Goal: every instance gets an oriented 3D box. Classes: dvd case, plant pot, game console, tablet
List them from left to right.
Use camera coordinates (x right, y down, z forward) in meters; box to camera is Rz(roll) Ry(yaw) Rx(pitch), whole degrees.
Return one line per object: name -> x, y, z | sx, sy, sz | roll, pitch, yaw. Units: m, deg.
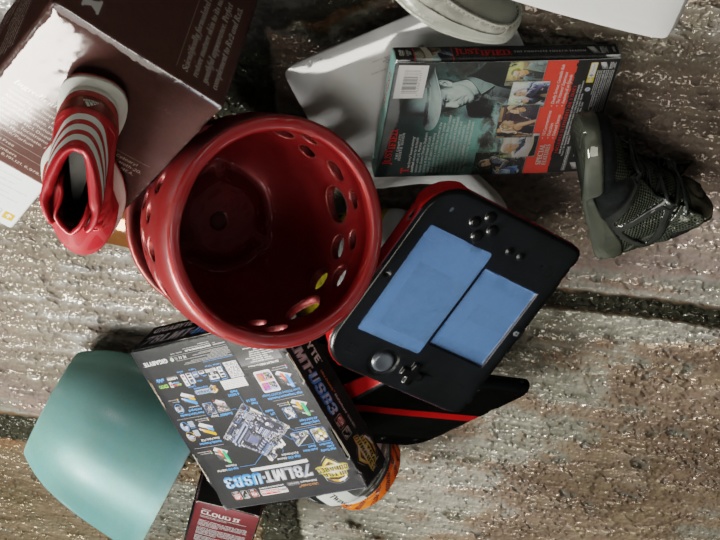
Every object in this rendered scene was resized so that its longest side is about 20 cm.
plant pot -> -0.265, 0.180, 1.960 | 0.160, 0.201, 0.201 | 27, 138, -3
plant pot -> -0.101, -0.041, 1.607 | 0.200, 0.201, 0.182 | 31, 174, -21
game console -> 0.045, 0.132, 1.821 | 0.199, 0.031, 0.177 | 9, 151, -43
tablet -> 0.048, -0.163, 1.579 | 0.199, 0.014, 0.130 | -21, 128, 13
game console -> 0.081, 0.026, 1.645 | 0.176, 0.031, 0.200 | 27, 110, -28
dvd case -> 0.116, -0.138, 1.582 | 0.199, 0.022, 0.146 | -4, 141, -11

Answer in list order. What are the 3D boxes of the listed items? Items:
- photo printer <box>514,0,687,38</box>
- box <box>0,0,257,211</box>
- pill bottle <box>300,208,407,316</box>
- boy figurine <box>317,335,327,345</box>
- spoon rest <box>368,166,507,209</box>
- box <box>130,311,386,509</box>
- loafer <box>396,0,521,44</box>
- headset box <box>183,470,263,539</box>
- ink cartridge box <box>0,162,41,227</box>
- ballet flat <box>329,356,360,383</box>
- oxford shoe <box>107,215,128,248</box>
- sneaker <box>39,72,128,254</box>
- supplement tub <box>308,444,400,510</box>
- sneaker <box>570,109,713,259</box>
photo printer -> 0.199, -0.284, 1.403 | 0.165, 0.070, 0.200 | 15, 139, -3
box -> -0.215, -0.182, 1.548 | 0.164, 0.167, 0.200 | 31, 137, -19
pill bottle -> 0.000, 0.000, 1.742 | 0.199, 0.115, 0.115 | -5, 137, 19
boy figurine -> 0.024, 0.074, 1.860 | 0.199, 0.065, 0.125 | 17, 136, -2
spoon rest -> 0.044, -0.096, 1.670 | 0.199, 0.061, 0.100 | 30, 122, -3
box -> -0.101, 0.133, 1.768 | 0.199, 0.050, 0.199 | -14, 114, 41
loafer -> 0.049, -0.252, 1.472 | 0.199, 0.070, 0.070 | 28, 141, -12
headset box -> -0.146, 0.247, 2.033 | 0.077, 0.149, 0.200 | 14, 140, -3
ink cartridge box -> -0.371, -0.145, 1.723 | 0.197, 0.044, 0.200 | 30, 138, -19
ballet flat -> 0.056, 0.062, 1.782 | 0.199, 0.068, 0.068 | -29, 103, 7
oxford shoe -> -0.195, -0.034, 1.787 | 0.199, 0.072, 0.072 | 6, 141, 10
sneaker -> -0.238, -0.056, 1.479 | 0.078, 0.116, 0.201 | 11, 140, 2
supplement tub -> -0.053, 0.172, 1.933 | 0.122, 0.123, 0.200 | -20, 138, 32
sneaker -> 0.246, -0.085, 1.600 | 0.114, 0.077, 0.200 | -13, 145, 10
